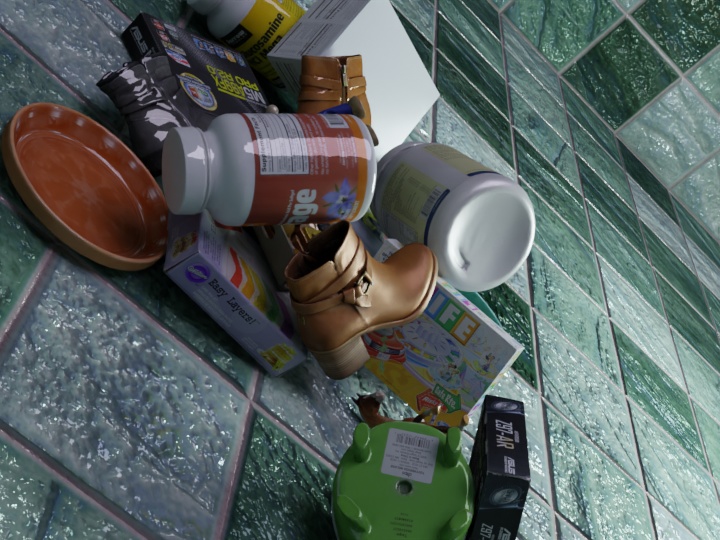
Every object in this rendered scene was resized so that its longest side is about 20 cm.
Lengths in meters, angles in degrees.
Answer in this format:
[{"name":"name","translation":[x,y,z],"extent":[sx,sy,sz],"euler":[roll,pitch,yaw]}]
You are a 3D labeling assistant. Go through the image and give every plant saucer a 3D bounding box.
[{"name":"plant saucer","translation":[-0.274,-0.081,1.191],"extent":[0.200,0.032,0.201],"euler":[40,26,-24]}]

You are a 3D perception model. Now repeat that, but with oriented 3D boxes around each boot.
[{"name":"boot","translation":[-0.203,-0.191,1.363],"extent":[0.200,0.069,0.133],"euler":[-30,96,-58]},{"name":"boot","translation":[0.000,0.000,1.266],"extent":[0.076,0.200,0.156],"euler":[25,-31,41]},{"name":"boot","translation":[-0.069,-0.199,1.537],"extent":[0.199,0.073,0.156],"euler":[-16,111,-42]}]

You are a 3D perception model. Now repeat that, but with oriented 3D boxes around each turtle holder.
[{"name":"turtle holder","translation":[0.044,0.245,1.140],"extent":[0.140,0.132,0.187],"euler":[-13,56,-14]}]

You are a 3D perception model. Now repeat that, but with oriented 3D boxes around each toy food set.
[{"name":"toy food set","translation":[-0.065,-0.051,1.344],"extent":[0.144,0.060,0.200],"euler":[64,17,14]}]

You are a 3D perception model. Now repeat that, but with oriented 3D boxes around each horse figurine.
[{"name":"horse figurine","translation":[0.088,0.207,1.326],"extent":[0.200,0.132,0.050],"euler":[49,48,-20]}]

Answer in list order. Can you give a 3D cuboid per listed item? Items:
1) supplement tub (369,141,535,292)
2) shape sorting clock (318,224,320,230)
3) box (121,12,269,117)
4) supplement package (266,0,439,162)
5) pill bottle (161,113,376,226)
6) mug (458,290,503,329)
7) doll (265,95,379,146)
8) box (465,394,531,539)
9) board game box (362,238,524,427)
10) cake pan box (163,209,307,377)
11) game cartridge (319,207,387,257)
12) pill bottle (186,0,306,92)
[{"name":"supplement tub","translation":[0.106,-0.073,1.461],"extent":[0.145,0.146,0.200],"euler":[32,4,-34]},{"name":"shape sorting clock","translation":[-0.026,-0.036,1.549],"extent":[0.200,0.039,0.201],"euler":[39,26,-23]},{"name":"box","translation":[-0.197,-0.234,1.528],"extent":[0.199,0.044,0.161],"euler":[13,43,-54]},{"name":"supplement package","translation":[-0.006,-0.275,1.684],"extent":[0.110,0.156,0.201],"euler":[16,-31,45]},{"name":"pill bottle","translation":[-0.093,-0.101,1.199],"extent":[0.198,0.113,0.113],"euler":[-3,51,-24]},{"name":"mug","translation":[0.087,0.080,1.487],"extent":[0.185,0.114,0.152],"euler":[49,24,-1]},{"name":"doll","translation":[-0.079,-0.143,1.466],"extent":[0.048,0.199,0.137],"euler":[19,-41,63]},{"name":"box","translation":[0.126,0.251,1.202],"extent":[0.043,0.202,0.160],"euler":[11,21,1]},{"name":"board game box","translation":[0.070,0.078,1.372],"extent":[0.200,0.135,0.034],"euler":[40,14,17]},{"name":"cake pan box","translation":[-0.131,-0.010,1.282],"extent":[0.184,0.052,0.201],"euler":[50,19,-31]},{"name":"game cartridge","translation":[0.003,-0.059,1.543],"extent":[0.133,0.041,0.200],"euler":[43,18,-9]},{"name":"pill bottle","translation":[-0.147,-0.356,1.710],"extent":[0.199,0.112,0.113],"euler":[35,28,-29]}]
